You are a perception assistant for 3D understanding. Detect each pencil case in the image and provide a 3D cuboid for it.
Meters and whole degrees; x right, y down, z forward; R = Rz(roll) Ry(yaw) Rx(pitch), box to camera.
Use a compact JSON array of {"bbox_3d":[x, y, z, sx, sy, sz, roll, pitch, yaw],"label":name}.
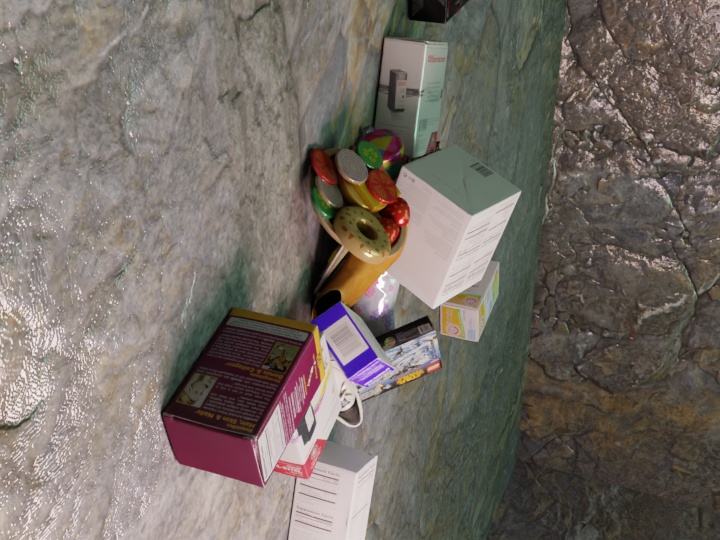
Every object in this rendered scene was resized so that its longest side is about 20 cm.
[{"bbox_3d":[0.028,0.058,1.764,0.083,0.090,0.201,-40,137,-62],"label":"pencil case"},{"bbox_3d":[0.041,-0.158,1.694,0.200,0.088,0.089,73,33,-52],"label":"pencil case"}]

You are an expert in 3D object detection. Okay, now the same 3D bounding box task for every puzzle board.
[{"bbox_3d":[-0.006,-0.063,1.605,0.151,0.017,0.200,-55,177,40],"label":"puzzle board"}]

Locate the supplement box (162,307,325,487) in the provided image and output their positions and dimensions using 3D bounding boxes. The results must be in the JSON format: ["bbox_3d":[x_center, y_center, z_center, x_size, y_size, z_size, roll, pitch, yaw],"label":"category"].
[{"bbox_3d":[-0.143,0.159,1.257,0.200,0.130,0.104,-60,154,-42],"label":"supplement box"}]

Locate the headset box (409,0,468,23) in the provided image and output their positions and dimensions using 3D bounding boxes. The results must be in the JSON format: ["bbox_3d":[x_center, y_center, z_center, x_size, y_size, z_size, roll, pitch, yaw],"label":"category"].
[{"bbox_3d":[0.156,-0.559,1.798,0.200,0.077,0.149,-51,147,-52],"label":"headset box"}]

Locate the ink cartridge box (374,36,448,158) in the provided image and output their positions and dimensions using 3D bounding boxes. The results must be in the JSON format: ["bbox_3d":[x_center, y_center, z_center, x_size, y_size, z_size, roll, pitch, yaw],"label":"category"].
[{"bbox_3d":[0.090,-0.311,1.738,0.146,0.084,0.201,-29,129,-67],"label":"ink cartridge box"}]

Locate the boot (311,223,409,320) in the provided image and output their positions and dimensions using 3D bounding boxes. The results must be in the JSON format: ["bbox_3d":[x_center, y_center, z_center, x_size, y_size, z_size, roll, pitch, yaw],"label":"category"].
[{"bbox_3d":[-0.001,0.000,1.586,0.201,0.071,0.144,-56,174,33],"label":"boot"}]

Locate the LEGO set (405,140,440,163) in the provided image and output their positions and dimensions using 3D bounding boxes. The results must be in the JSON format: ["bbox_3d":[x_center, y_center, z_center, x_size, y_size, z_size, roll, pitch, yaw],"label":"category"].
[{"bbox_3d":[0.108,-0.147,1.897,0.154,0.115,0.201,-82,165,-75],"label":"LEGO set"}]

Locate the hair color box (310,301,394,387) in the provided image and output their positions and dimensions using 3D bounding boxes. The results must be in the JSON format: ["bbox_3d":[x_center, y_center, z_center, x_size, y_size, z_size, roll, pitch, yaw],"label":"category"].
[{"bbox_3d":[-0.010,0.122,1.563,0.065,0.110,0.200,-35,166,3],"label":"hair color box"}]

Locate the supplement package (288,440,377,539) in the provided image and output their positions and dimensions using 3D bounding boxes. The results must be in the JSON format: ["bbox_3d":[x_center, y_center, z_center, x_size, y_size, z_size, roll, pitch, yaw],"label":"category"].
[{"bbox_3d":[-0.050,0.418,1.711,0.114,0.109,0.201,-17,117,-69],"label":"supplement package"}]

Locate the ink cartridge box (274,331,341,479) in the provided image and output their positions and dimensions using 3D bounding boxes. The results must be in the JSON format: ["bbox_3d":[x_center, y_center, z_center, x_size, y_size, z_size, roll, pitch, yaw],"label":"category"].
[{"bbox_3d":[-0.103,0.198,1.472,0.200,0.082,0.146,80,29,-49],"label":"ink cartridge box"}]

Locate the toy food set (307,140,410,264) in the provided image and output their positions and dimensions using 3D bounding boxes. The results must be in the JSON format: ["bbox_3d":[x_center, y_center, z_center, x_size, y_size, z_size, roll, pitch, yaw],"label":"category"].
[{"bbox_3d":[-0.002,-0.108,1.486,0.049,0.198,0.200,-37,178,40],"label":"toy food set"}]

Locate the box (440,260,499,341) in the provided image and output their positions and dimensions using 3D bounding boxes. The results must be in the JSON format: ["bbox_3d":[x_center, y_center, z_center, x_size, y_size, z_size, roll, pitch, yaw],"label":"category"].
[{"bbox_3d":[0.279,0.071,2.488,0.200,0.101,0.113,-59,152,-46],"label":"box"}]

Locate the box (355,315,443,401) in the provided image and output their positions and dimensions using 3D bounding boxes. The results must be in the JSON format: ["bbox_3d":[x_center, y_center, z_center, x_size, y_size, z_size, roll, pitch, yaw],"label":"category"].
[{"bbox_3d":[0.044,0.166,1.743,0.137,0.199,0.040,74,-8,-54],"label":"box"}]

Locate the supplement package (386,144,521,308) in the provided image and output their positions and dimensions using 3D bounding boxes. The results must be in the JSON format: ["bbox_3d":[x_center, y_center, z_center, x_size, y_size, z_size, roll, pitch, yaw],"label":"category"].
[{"bbox_3d":[0.141,-0.076,1.645,0.150,0.152,0.201,-27,147,-43],"label":"supplement package"}]

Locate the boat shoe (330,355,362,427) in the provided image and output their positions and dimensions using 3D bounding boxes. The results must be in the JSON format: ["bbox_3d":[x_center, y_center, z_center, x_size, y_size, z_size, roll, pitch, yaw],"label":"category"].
[{"bbox_3d":[-0.039,0.207,1.648,0.072,0.066,0.200,-29,145,-8],"label":"boat shoe"}]

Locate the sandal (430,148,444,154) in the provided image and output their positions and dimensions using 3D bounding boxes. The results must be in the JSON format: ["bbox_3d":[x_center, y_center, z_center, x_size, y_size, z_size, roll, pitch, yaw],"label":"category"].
[{"bbox_3d":[0.116,-0.128,1.796,0.054,0.082,0.201,28,93,-34],"label":"sandal"}]
